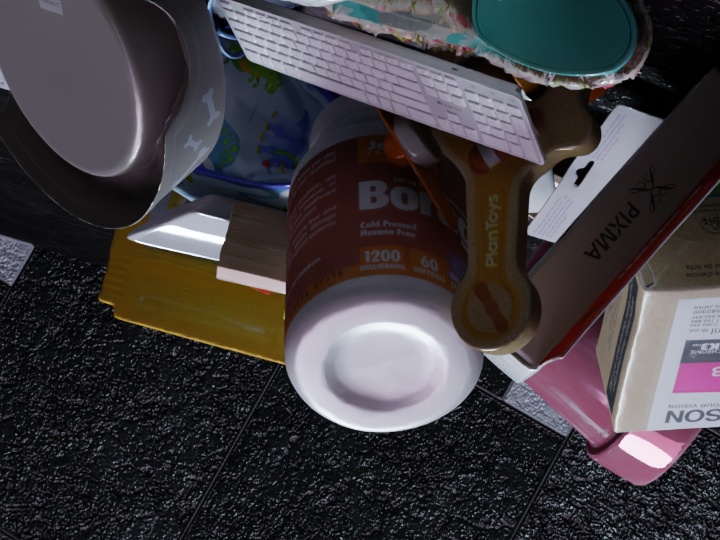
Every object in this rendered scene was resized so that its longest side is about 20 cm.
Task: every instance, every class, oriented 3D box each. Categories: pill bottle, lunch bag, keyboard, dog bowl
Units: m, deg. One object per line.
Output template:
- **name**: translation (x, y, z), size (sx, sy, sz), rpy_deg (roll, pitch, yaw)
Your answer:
- **pill bottle**: translation (0.011, -0.014, 1.094), size (0.111, 0.201, 0.113), rpy_deg (-1, 132, -1)
- **lunch bag**: translation (-0.043, -0.086, 1.296), size (0.199, 0.128, 0.170), rpy_deg (23, 176, 24)
- **keyboard**: translation (0.008, -0.101, 0.979), size (0.199, 0.011, 0.056), rpy_deg (23, 151, 32)
- **dog bowl**: translation (-0.153, -0.127, 1.058), size (0.058, 0.202, 0.199), rpy_deg (-31, -155, -35)

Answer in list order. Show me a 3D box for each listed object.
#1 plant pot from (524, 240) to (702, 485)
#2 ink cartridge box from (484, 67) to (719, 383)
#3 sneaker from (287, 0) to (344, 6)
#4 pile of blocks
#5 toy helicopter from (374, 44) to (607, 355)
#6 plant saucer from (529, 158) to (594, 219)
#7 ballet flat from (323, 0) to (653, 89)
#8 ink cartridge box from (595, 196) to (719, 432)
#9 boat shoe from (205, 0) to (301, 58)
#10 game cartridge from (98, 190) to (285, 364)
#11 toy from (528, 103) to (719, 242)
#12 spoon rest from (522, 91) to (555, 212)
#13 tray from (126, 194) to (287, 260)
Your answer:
- **plant pot**: translation (0.217, 0.058, 1.635), size (0.178, 0.201, 0.200), rpy_deg (31, 171, -4)
- **ink cartridge box**: translation (0.147, -0.028, 1.042), size (0.043, 0.200, 0.174), rpy_deg (42, 173, 4)
- **sneaker**: translation (0.027, -0.151, 0.864), size (0.099, 0.079, 0.199), rpy_deg (16, 175, -33)
- **pile of blocks**: translation (0.000, 0.000, 1.204), size (0.198, 0.083, 0.062), rpy_deg (-6, 139, -16)
- **toy helicopter**: translation (0.064, -0.054, 0.999), size (0.131, 0.202, 0.079), rpy_deg (-5, 163, 24)
- **plant saucer**: translation (0.167, -0.048, 1.336), size (0.199, 0.037, 0.200), rpy_deg (32, 175, 3)
- **ballet flat**: translation (0.063, -0.137, 0.934), size (0.199, 0.076, 0.064), rpy_deg (23, -174, 28)
- **ink cartridge box**: translation (0.262, 0.028, 1.216), size (0.198, 0.076, 0.165), rpy_deg (-4, 142, -3)
- **boat shoe**: translation (-0.094, -0.157, 1.089), size (0.084, 0.069, 0.199), rpy_deg (22, 170, -42)
- **game cartridge**: translation (-0.095, -0.042, 1.432), size (0.175, 0.202, 0.032), rpy_deg (14, 175, 10)
- **toy**: translation (0.215, -0.051, 1.214), size (0.198, 0.047, 0.115), rpy_deg (17, 129, -22)
- **spoon rest**: translation (0.087, -0.091, 1.186), size (0.099, 0.061, 0.200), rpy_deg (49, 179, 15)
- **tray**: translation (-0.049, -0.020, 1.283), size (0.198, 0.022, 0.107), rpy_deg (13, 166, -31)
